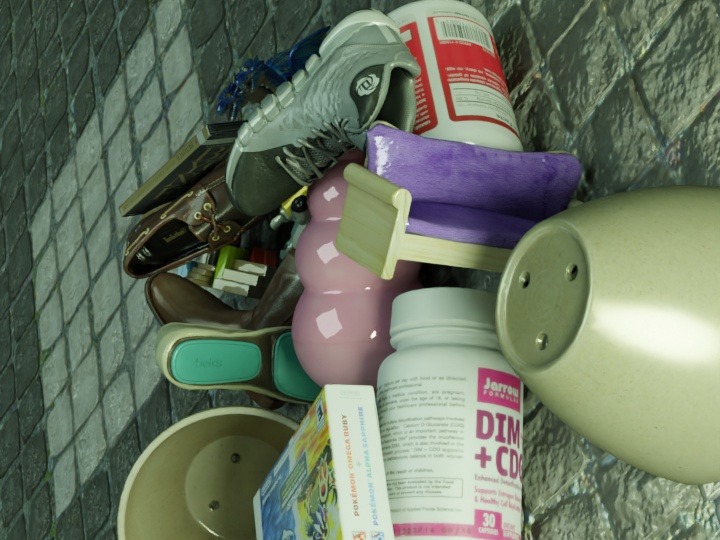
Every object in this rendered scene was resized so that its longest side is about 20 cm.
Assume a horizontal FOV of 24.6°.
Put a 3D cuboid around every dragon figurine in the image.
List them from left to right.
[{"bbox_3d":[-0.045,-0.180,1.485,0.059,0.100,0.200,-26,15,51],"label":"dragon figurine"}]

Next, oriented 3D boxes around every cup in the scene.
[{"bbox_3d":[-0.109,0.207,1.455,0.143,0.199,0.201,-123,49,-82],"label":"cup"},{"bbox_3d":[0.173,0.029,1.074,0.200,0.143,0.201,-31,53,51],"label":"cup"}]

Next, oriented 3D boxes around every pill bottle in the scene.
[{"bbox_3d":[0.070,-0.113,1.334,0.112,0.112,0.201,-47,41,41],"label":"pill bottle"},{"bbox_3d":[0.067,0.121,1.249,0.113,0.113,0.201,-23,60,55],"label":"pill bottle"}]

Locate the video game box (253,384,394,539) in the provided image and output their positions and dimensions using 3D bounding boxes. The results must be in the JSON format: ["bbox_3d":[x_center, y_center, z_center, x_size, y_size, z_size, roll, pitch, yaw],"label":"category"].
[{"bbox_3d":[-0.029,0.213,1.248,0.200,0.047,0.183,121,146,-51],"label":"video game box"}]

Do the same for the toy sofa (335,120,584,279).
[{"bbox_3d":[0.089,-0.041,1.188,0.083,0.199,0.098,35,115,58],"label":"toy sofa"}]

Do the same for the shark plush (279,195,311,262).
[{"bbox_3d":[-0.021,-0.040,1.498,0.200,0.090,0.084,116,175,-62],"label":"shark plush"}]

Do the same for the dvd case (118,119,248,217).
[{"bbox_3d":[-0.136,-0.105,1.652,0.200,0.148,0.016,-35,71,50],"label":"dvd case"}]

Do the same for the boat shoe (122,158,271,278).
[{"bbox_3d":[-0.150,-0.049,1.611,0.200,0.070,0.070,-31,20,28],"label":"boat shoe"}]

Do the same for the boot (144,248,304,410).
[{"bbox_3d":[-0.095,0.024,1.515,0.064,0.186,0.200,-53,2,-38],"label":"boot"}]

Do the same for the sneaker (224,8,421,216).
[{"bbox_3d":[-0.026,-0.103,1.291,0.200,0.075,0.116,-52,43,16],"label":"sneaker"}]

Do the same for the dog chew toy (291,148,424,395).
[{"bbox_3d":[0.000,0.000,1.368,0.124,0.124,0.201,4,100,60],"label":"dog chew toy"}]

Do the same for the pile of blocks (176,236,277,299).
[{"bbox_3d":[-0.142,-0.011,1.687,0.200,0.082,0.063,9,86,60],"label":"pile of blocks"}]

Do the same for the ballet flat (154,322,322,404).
[{"bbox_3d":[-0.089,0.078,1.447,0.069,0.199,0.070,-32,52,56],"label":"ballet flat"}]

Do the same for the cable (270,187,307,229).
[{"bbox_3d":[-0.011,-0.116,1.514,0.200,0.050,0.097,-34,20,32],"label":"cable"}]
